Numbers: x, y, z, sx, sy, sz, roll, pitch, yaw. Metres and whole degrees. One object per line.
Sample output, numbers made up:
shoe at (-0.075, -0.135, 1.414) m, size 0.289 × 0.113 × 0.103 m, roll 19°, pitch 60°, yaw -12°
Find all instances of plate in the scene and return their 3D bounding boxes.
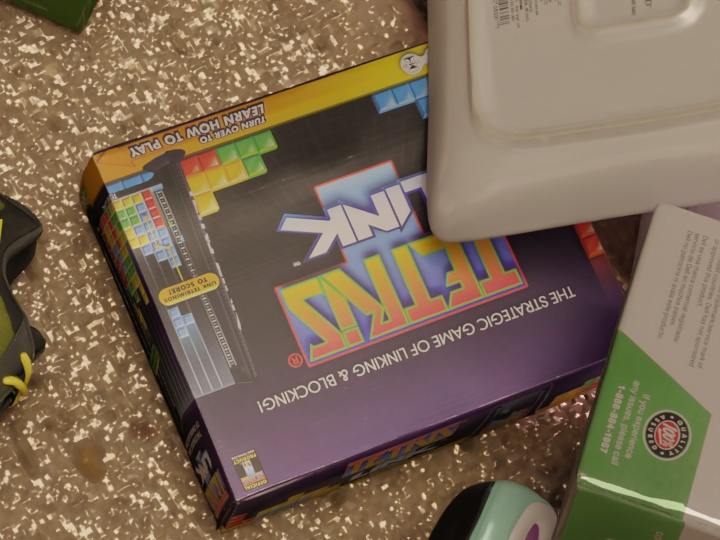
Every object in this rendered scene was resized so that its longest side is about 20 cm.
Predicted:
plate at (0.119, -0.118, 1.263) m, size 0.199 × 0.032 × 0.200 m, roll -9°, pitch 62°, yaw 16°

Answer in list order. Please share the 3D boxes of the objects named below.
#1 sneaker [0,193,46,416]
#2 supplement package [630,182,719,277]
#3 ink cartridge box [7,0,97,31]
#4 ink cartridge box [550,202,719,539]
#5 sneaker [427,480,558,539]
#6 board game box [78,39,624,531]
sneaker at (-0.173, 0.048, 1.223) m, size 0.084 × 0.075 × 0.201 m, roll 7°, pitch 69°, yaw -10°
supplement package at (0.237, -0.045, 1.318) m, size 0.199 × 0.120 × 0.122 m, roll 14°, pitch 68°, yaw -6°
ink cartridge box at (-0.134, -0.220, 1.337) m, size 0.103 × 0.059 × 0.201 m, roll 22°, pitch 67°, yaw -3°
ink cartridge box at (0.190, 0.078, 1.198) m, size 0.199 × 0.088 × 0.146 m, roll 17°, pitch 55°, yaw 4°
sneaker at (0.062, 0.201, 1.218) m, size 0.140 × 0.078 × 0.200 m, roll 33°, pitch 81°, yaw -12°
board game box at (0.000, 0.000, 1.288) m, size 0.199 × 0.057 × 0.166 m, roll -20°, pitch 74°, yaw -18°
